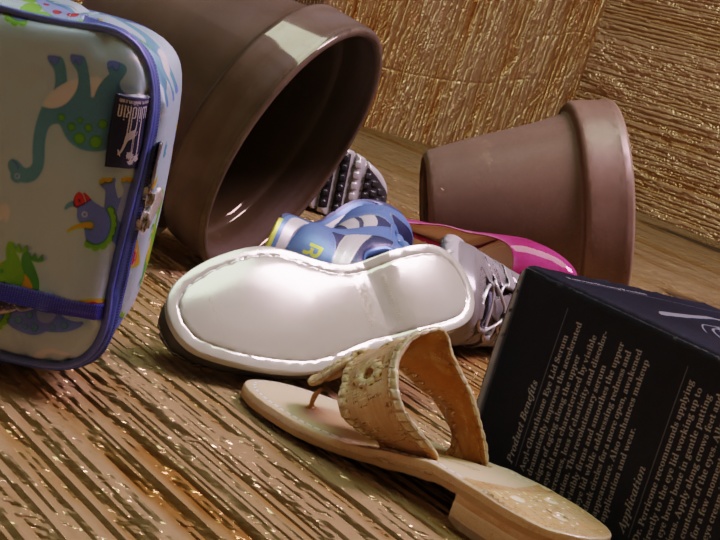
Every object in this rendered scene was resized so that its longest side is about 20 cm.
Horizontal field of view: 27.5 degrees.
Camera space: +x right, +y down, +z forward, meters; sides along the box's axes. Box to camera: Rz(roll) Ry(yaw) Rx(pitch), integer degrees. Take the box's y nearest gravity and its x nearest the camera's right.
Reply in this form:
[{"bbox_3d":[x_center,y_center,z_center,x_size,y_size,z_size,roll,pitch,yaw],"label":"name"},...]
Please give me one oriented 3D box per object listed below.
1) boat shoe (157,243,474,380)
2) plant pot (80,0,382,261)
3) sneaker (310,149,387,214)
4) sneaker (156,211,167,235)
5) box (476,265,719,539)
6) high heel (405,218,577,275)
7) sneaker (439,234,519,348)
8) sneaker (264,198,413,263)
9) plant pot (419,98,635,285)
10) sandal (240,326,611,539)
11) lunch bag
[{"bbox_3d":[-0.027,0.027,0.800,0.201,0.072,0.060,-5,-19,-40],"label":"boat shoe"},{"bbox_3d":[-0.110,-0.131,1.044,0.173,0.200,0.200,37,14,15],"label":"plant pot"},{"bbox_3d":[-0.067,-0.106,1.559,0.199,0.075,0.081,18,-1,-3],"label":"sneaker"},{"bbox_3d":[-0.236,-0.079,1.091,0.200,0.112,0.071,49,12,7],"label":"sneaker"},{"bbox_3d":[0.174,0.083,0.697,0.148,0.105,0.200,11,10,-37],"label":"box"},{"bbox_3d":[0.074,-0.012,1.198,0.199,0.068,0.096,16,-3,27],"label":"high heel"},{"bbox_3d":[0.091,0.019,1.037,0.082,0.075,0.200,17,8,10],"label":"sneaker"},{"bbox_3d":[0.000,0.000,1.008,0.082,0.074,0.200,22,17,19],"label":"sneaker"},{"bbox_3d":[0.143,-0.052,1.332,0.174,0.201,0.200,-2,9,-2],"label":"plant pot"},{"bbox_3d":[0.034,0.062,0.664,0.077,0.070,0.211,9,12,-46],"label":"sandal"},{"bbox_3d":[-0.183,-0.047,0.631,0.199,0.161,0.082,15,13,-2],"label":"lunch bag"}]
